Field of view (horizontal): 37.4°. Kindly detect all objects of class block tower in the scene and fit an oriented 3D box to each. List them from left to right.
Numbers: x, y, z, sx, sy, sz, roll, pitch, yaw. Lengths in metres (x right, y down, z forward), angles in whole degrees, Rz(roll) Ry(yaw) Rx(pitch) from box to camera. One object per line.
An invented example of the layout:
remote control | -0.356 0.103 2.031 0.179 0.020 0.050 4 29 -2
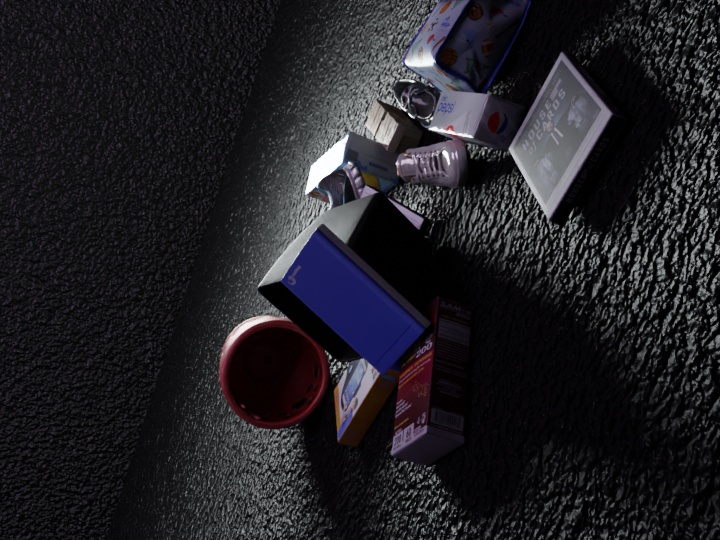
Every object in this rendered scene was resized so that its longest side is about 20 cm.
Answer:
block tower | 0.060 -0.259 1.943 0.200 0.058 0.054 -115 45 -67

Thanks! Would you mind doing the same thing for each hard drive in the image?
hard drive | -0.010 0.043 1.475 0.025 0.200 0.132 -44 -5 -42

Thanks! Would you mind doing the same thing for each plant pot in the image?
plant pot | -0.171 0.179 1.987 0.182 0.199 0.202 -156 84 -74
plant pot | 0.000 0.000 1.625 0.199 0.199 0.178 -16 41 45

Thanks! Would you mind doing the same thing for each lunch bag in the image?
lunch bag | 0.170 -0.382 1.641 0.201 0.124 0.170 -58 19 1

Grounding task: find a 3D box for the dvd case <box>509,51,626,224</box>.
dvd case | 0.252 -0.169 1.324 0.200 0.025 0.151 -105 37 -57

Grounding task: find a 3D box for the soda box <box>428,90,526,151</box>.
soda box | 0.169 -0.224 1.577 0.200 0.063 0.069 -143 71 -71

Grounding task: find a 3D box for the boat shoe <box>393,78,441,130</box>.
boat shoe | 0.101 -0.285 1.819 0.200 0.071 0.072 -134 64 -69

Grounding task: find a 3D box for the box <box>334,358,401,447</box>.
box | 0.015 0.172 1.704 0.119 0.041 0.201 -97 28 -52

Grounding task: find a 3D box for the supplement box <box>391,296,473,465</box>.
supplement box | 0.098 0.150 1.447 0.109 0.061 0.201 134 150 -54

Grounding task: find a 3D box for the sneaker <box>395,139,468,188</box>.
sneaker | 0.106 -0.157 1.643 0.200 0.084 0.073 -176 77 -76

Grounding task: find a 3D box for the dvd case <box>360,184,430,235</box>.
dvd case | 0.025 -0.022 1.767 0.150 0.025 0.201 33 106 40

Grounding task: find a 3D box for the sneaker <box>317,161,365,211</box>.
sneaker | -0.018 -0.084 1.855 0.078 0.091 0.201 76 176 -81

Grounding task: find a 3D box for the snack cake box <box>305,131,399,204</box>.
snack cake box | -0.014 -0.180 1.988 0.200 0.114 0.068 148 137 -64
